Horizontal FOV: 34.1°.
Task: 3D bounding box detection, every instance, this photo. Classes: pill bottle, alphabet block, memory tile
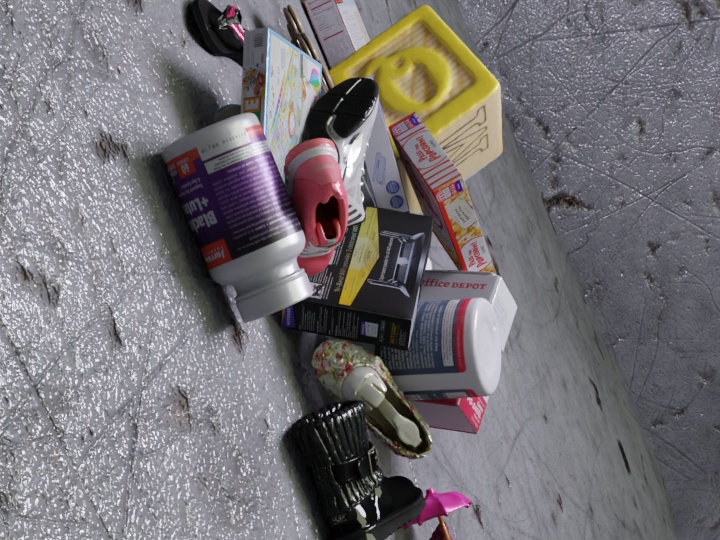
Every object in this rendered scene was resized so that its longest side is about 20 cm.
[{"bbox_3d":[-0.124,-0.053,1.240,0.203,0.110,0.111,68,18,-3],"label":"pill bottle"},{"bbox_3d":[0.066,0.100,1.458,0.119,0.197,0.122,-5,90,-68],"label":"pill bottle"},{"bbox_3d":[0.086,-0.236,1.772,0.196,0.195,0.200,50,-9,22],"label":"alphabet block"},{"bbox_3d":[-0.059,-0.279,1.705,0.202,0.017,0.153,63,-4,16],"label":"memory tile"}]

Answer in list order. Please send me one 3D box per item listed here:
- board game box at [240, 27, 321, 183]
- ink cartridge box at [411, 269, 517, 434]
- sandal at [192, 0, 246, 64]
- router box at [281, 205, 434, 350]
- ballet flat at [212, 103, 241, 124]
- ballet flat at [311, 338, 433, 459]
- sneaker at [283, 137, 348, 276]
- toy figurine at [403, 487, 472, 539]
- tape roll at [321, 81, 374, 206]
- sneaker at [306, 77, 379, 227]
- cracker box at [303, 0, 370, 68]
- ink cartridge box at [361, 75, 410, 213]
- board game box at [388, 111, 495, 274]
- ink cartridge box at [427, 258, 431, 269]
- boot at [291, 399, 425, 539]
[{"bbox_3d":[-0.093,-0.164,1.376,0.134,0.034,0.204,22,68,-62],"label":"board game box"},{"bbox_3d":[0.114,0.106,1.592,0.084,0.143,0.202,52,51,-44],"label":"ink cartridge box"},{"bbox_3d":[-0.160,-0.310,1.522,0.200,0.045,0.076,13,58,-69],"label":"sandal"},{"bbox_3d":[0.000,0.000,1.430,0.201,0.155,0.053,-73,171,-49],"label":"router box"},{"bbox_3d":[-0.111,-0.128,1.427,0.200,0.067,0.064,47,19,-53],"label":"ballet flat"},{"bbox_3d":[0.024,0.154,1.386,0.200,0.076,0.064,44,-4,-28],"label":"ballet flat"},{"bbox_3d":[-0.052,-0.047,1.291,0.202,0.073,0.087,96,-25,-51],"label":"sneaker"},{"bbox_3d":[0.117,0.375,1.492,0.185,0.148,0.202,-106,-174,-47],"label":"toy figurine"},{"bbox_3d":[-0.048,-0.165,1.574,0.200,0.065,0.203,-24,91,-88],"label":"tape roll"},{"bbox_3d":[-0.022,-0.132,1.420,0.116,0.075,0.202,69,38,-50],"label":"sneaker"},{"bbox_3d":[-0.020,-0.376,1.989,0.134,0.057,0.203,-46,115,-71],"label":"cracker box"},{"bbox_3d":[0.026,-0.152,1.591,0.094,0.044,0.203,67,8,-72],"label":"ink cartridge box"},{"bbox_3d":[0.113,-0.097,1.612,0.152,0.046,0.201,60,-3,44],"label":"board game box"},{"bbox_3d":[0.057,0.021,1.761,0.117,0.067,0.201,58,21,-31],"label":"ink cartridge box"},{"bbox_3d":[0.002,0.225,1.355,0.160,0.078,0.211,71,18,4],"label":"boot"}]
